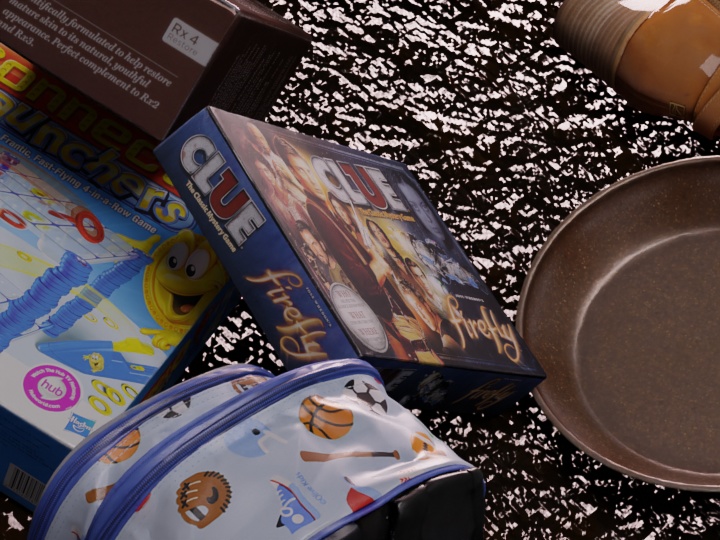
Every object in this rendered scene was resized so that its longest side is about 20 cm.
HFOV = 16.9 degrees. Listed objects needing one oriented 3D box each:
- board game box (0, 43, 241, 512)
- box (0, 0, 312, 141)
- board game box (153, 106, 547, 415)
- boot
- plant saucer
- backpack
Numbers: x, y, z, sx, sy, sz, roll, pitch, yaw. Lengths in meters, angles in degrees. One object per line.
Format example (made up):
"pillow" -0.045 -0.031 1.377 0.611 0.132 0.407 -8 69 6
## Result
"board game box" -0.164 -0.010 1.112 0.200 0.056 0.196 31 46 5
"box" -0.094 -0.111 1.148 0.100 0.075 0.200 32 4 7
"board game box" 0.000 0.000 1.110 0.136 0.035 0.200 57 19 19
"boot" 0.226 -0.142 1.362 0.200 0.077 0.155 -31 52 -34
"plant saucer" 0.178 0.031 1.196 0.200 0.037 0.201 -6 54 8
"backpack" -0.039 0.123 0.956 0.154 0.191 0.200 44 49 17
